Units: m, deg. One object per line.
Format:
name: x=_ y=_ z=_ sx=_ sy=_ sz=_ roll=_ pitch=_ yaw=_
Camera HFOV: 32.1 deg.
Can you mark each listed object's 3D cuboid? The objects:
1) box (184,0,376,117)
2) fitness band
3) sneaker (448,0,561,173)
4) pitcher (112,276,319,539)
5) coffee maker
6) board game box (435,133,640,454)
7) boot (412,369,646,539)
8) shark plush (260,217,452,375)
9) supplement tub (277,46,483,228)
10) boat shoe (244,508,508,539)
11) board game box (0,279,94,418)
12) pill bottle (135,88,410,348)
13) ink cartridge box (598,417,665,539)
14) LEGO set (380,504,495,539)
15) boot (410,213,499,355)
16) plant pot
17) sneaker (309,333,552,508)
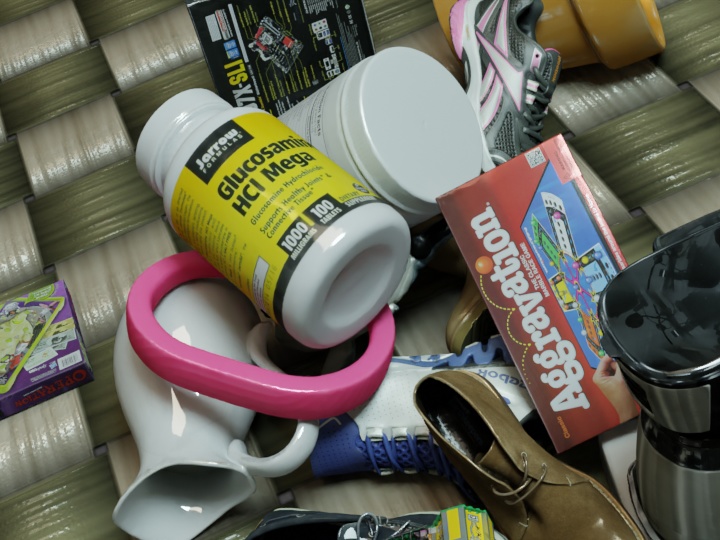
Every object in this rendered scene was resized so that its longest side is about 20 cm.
box: x=-0.068 y=-0.208 z=1.193 sx=0.158 sy=0.201 sz=0.050 roll=-21 pitch=44 yaw=-3
fitness band: x=-0.072 y=0.038 z=0.914 sx=0.198 sy=0.038 sz=0.144 roll=15 pitch=41 yaw=8
sneaker: x=0.136 y=-0.159 z=1.092 sx=0.086 sy=0.080 sz=0.202 roll=-17 pitch=76 yaw=26
pitcher: x=-0.109 y=0.088 z=0.957 sx=0.170 sy=0.121 sz=0.201 roll=-22 pitch=47 yaw=18
coffee maker: x=0.241 y=0.061 z=0.753 sx=0.192 sy=0.201 sz=0.134 roll=-40 pitch=47 yaw=-20
board game box: x=0.140 y=0.016 z=0.883 sx=0.102 sy=0.019 sz=0.201 roll=-27 pitch=79 yaw=8
boot: x=0.105 y=0.142 z=0.804 sx=0.074 sy=0.075 sz=0.200 roll=-48 pitch=67 yaw=7
shark plush: x=0.000 y=0.000 z=1.009 sx=0.200 sy=0.091 sz=0.083 roll=-47 pitch=9 yaw=22
supplement tub: x=-0.013 y=-0.080 z=1.004 sx=0.199 sy=0.132 sz=0.133 roll=-25 pitch=29 yaw=45
boat shoe: x=0.008 y=0.197 z=0.839 sx=0.198 sy=0.062 sz=0.075 roll=2 pitch=89 yaw=25
board game box: x=-0.342 y=0.089 z=1.105 sx=0.198 sy=0.032 sz=0.120 roll=-23 pitch=47 yaw=-7
pill bottle: x=-0.068 y=-0.045 z=0.895 sx=0.112 sy=0.113 sz=0.200 roll=-39 pitch=60 yaw=-22
ink cartridge box: x=0.266 y=0.168 z=0.815 sx=0.174 sy=0.045 sz=0.201 roll=-15 pitch=43 yaw=3
LEGO set: x=0.020 y=0.240 z=0.745 sx=0.198 sy=0.155 sz=0.116 roll=-12 pitch=39 yaw=8
boot: x=0.065 y=-0.009 z=1.054 sx=0.199 sy=0.067 sz=0.175 roll=22 pitch=48 yaw=36
plant pot: x=0.172 y=-0.271 z=1.205 sx=0.182 sy=0.201 sz=0.201 roll=-21 pitch=40 yaw=20
sneaker: x=0.059 y=0.120 z=0.906 sx=0.197 sy=0.081 sz=0.116 roll=-16 pitch=41 yaw=-1
